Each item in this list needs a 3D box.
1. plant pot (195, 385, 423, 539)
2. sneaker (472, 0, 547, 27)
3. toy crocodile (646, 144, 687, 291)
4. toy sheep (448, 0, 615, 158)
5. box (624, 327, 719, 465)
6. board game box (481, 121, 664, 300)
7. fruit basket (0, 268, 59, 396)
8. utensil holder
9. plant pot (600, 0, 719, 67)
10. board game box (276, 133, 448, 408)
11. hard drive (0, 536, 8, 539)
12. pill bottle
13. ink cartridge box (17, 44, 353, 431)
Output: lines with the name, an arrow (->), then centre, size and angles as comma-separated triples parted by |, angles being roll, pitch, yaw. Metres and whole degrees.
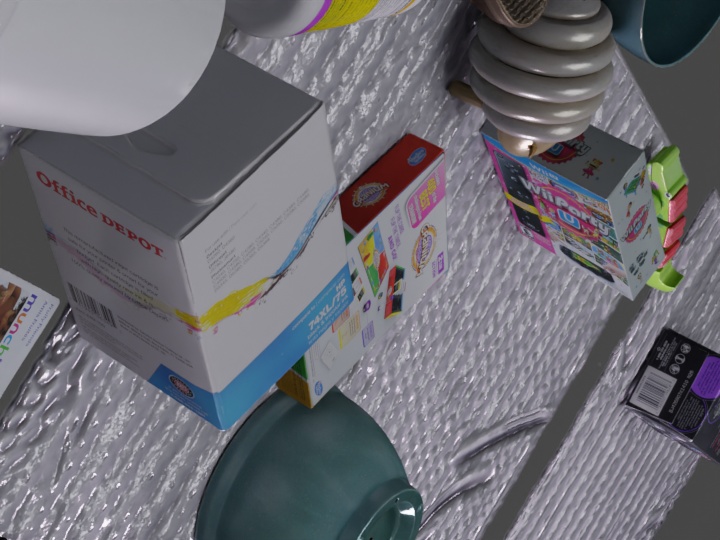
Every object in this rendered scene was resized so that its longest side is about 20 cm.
plant pot -> -0.030, 0.214, 1.580 | 0.200, 0.134, 0.201 | -41, 147, -35
sneaker -> 0.077, -0.274, 1.391 | 0.070, 0.075, 0.200 | -39, 125, -17
toy crocodile -> 0.343, -0.057, 2.038 | 0.067, 0.062, 0.201 | -40, 145, -35
toy sheep -> 0.152, -0.185, 1.518 | 0.138, 0.138, 0.201 | -34, 142, -42
box -> 0.442, 0.169, 2.366 | 0.123, 0.106, 0.200 | -61, 153, -3
board game box -> 0.205, -0.072, 1.699 | 0.064, 0.147, 0.200 | -50, 151, -14
fruit basket -> -0.267, 0.079, 1.099 | 0.186, 0.093, 0.200 | -59, 156, -5
utensil holder -> -0.188, -0.158, 0.935 | 0.200, 0.169, 0.171 | 4, 112, -63
plant pot -> 0.246, -0.296, 1.570 | 0.200, 0.134, 0.201 | -39, 145, -35
board game box -> 0.000, 0.000, 1.531 | 0.200, 0.040, 0.153 | -44, 148, -30
hard drive -> -0.230, 0.311, 1.290 | 0.140, 0.200, 0.033 | -50, -167, -20
pill bottle -> -0.012, -0.223, 1.236 | 0.200, 0.104, 0.105 | -22, 133, -51
ink cartridge box -> -0.111, -0.030, 1.201 | 0.146, 0.146, 0.200 | -45, 149, -27
